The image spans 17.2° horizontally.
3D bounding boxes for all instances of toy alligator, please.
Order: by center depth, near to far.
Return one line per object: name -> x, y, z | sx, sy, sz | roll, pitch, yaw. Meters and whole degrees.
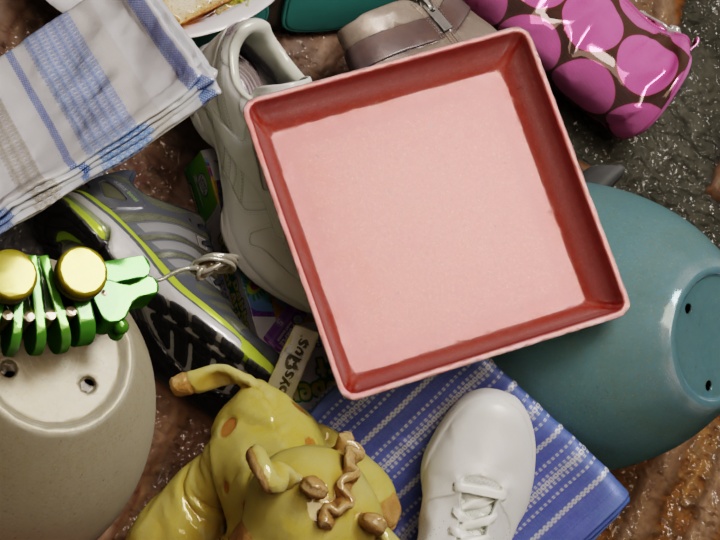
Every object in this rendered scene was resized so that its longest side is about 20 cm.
toy alligator -> -0.159, 0.021, 1.367 | 0.199, 0.059, 0.055 | -2, 72, -24

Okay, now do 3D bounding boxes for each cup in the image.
cup -> -0.206, 0.070, 1.445 | 0.199, 0.143, 0.202 | 8, 68, -20

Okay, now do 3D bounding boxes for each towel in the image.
towel -> -0.195, -0.103, 1.496 | 0.199, 0.024, 0.147 | -33, 47, -1
towel -> 0.061, 0.133, 1.543 | 0.200, 0.024, 0.145 | 43, 102, -14

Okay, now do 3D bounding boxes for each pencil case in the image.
pencil case -> 0.148, -0.188, 1.729 | 0.200, 0.091, 0.094 | 38, 96, -9

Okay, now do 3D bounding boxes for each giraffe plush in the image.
giraffe plush -> -0.038, 0.150, 1.436 | 0.171, 0.162, 0.201 | 5, 102, -18

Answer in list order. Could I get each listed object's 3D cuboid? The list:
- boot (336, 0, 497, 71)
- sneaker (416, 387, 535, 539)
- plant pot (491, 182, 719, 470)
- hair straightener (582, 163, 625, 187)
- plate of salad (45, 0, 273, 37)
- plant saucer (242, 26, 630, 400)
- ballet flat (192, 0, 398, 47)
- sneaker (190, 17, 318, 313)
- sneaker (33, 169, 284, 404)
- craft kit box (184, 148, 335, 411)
boot -> 0.031, -0.105, 1.610 | 0.200, 0.070, 0.147 | -32, 86, -38
sneaker -> 0.065, 0.176, 1.501 | 0.075, 0.089, 0.201 | 16, 100, -6
plant pot -> 0.184, 0.041, 1.585 | 0.199, 0.134, 0.202 | -3, 94, -44
hair straightener -> 0.122, -0.036, 1.648 | 0.200, 0.041, 0.077 | -30, 112, -43
plate of salad -> -0.136, -0.237, 1.613 | 0.199, 0.048, 0.201 | 1, 53, -2
plant saucer -> 0.045, -0.035, 1.497 | 0.199, 0.037, 0.201 | -17, 79, -16
ballet flat -> -0.067, -0.197, 1.652 | 0.199, 0.068, 0.069 | -15, 65, -27
sneaker -> -0.055, -0.069, 1.541 | 0.075, 0.100, 0.201 | -19, 81, -30
sneaker -> -0.115, 0.005, 1.540 | 0.200, 0.074, 0.081 | 43, 53, 7
craft kit box -> 0.000, 0.000, 1.620 | 0.199, 0.048, 0.199 | -12, 79, -26
